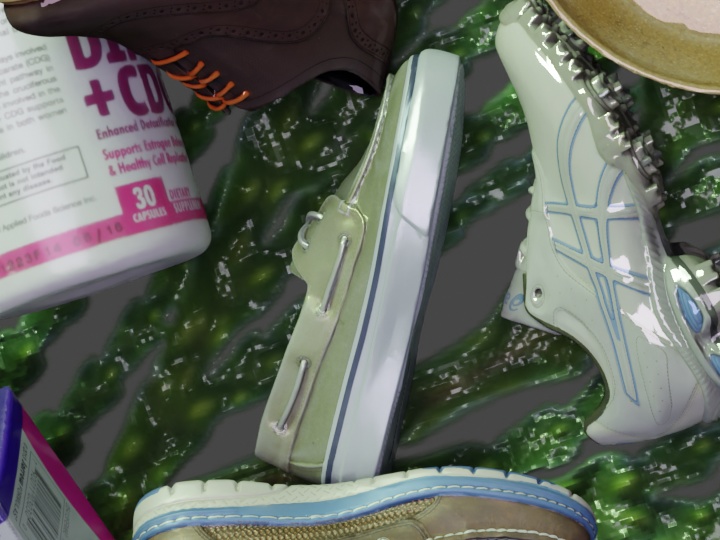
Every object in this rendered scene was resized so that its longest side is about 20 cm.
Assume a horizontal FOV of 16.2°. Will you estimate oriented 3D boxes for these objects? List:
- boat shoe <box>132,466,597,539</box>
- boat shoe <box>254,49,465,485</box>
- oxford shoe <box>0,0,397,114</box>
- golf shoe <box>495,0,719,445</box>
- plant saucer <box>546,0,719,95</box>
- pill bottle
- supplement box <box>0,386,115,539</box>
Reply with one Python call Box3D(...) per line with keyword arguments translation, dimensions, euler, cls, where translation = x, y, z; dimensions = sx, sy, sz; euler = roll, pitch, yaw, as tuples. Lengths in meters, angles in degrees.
Box3D(translation=(0.003, 0.133, 1.079), dimensions=(0.200, 0.072, 0.072), euler=(-4, 55, 4), cls="boat shoe")
Box3D(translation=(0.000, 0.000, 1.094), dimensions=(0.062, 0.072, 0.200), euler=(13, 96, 6), cls="boat shoe")
Box3D(translation=(-0.061, -0.101, 1.052), dimensions=(0.071, 0.200, 0.073), euler=(5, 98, 53), cls="oxford shoe")
Box3D(translation=(0.092, -0.018, 1.080), dimensions=(0.097, 0.078, 0.200), euler=(-29, 85, 15), cls="golf shoe")
Box3D(translation=(0.161, -0.173, 1.079), dimensions=(0.200, 0.035, 0.200), euler=(0, 88, 7), cls="plant saucer")
Box3D(translation=(-0.146, -0.087, 1.093), dimensions=(0.113, 0.113, 0.200), euler=(-19, 88, 9), cls="pill bottle")
Box3D(translation=(-0.139, 0.169, 1.066), dimensions=(0.103, 0.101, 0.200), euler=(-29, 113, 9), cls="supplement box")
